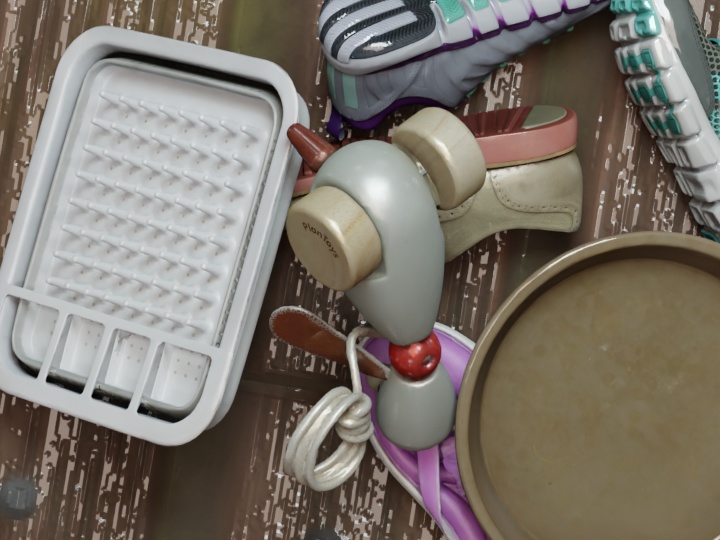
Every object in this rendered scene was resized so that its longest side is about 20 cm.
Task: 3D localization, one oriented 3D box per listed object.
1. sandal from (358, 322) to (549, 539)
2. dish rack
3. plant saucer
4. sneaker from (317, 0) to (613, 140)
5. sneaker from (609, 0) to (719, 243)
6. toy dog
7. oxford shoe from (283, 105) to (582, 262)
[{"bbox_3d":[0.067,0.113,1.546,0.082,0.050,0.203,-31,89,-1],"label":"sandal"},{"bbox_3d":[-0.106,-0.018,1.519,0.171,0.043,0.201,15,89,38],"label":"dish rack"},{"bbox_3d":[0.145,0.077,1.515,0.199,0.029,0.202,-2,101,-8],"label":"plant saucer"},{"bbox_3d":[0.066,-0.133,1.552,0.199,0.088,0.075,-19,54,-18],"label":"sneaker"},{"bbox_3d":[0.201,-0.082,1.535,0.091,0.078,0.201,-32,108,-9],"label":"sneaker"},{"bbox_3d":[0.000,0.000,1.464,0.096,0.131,0.201,38,129,36],"label":"toy dog"},{"bbox_3d":[0.021,-0.033,1.540,0.199,0.071,0.075,-9,107,8],"label":"oxford shoe"}]
